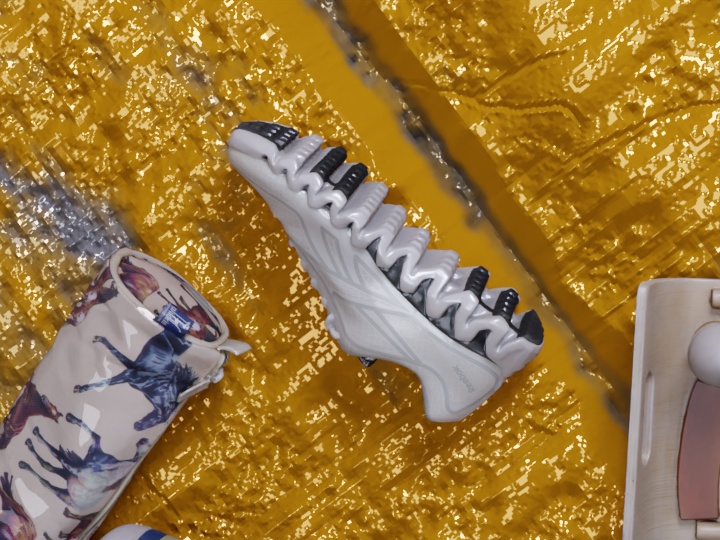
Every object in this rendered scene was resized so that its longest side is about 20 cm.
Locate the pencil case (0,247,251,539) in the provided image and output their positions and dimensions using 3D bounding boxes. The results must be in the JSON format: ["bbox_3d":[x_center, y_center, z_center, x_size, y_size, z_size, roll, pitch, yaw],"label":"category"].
[{"bbox_3d":[-0.149,0.092,1.120,0.089,0.078,0.201,38,101,19],"label":"pencil case"}]

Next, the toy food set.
[{"bbox_3d":[0.237,0.082,1.054,0.198,0.060,0.145,3,97,8],"label":"toy food set"}]

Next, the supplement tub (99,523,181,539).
[{"bbox_3d":[-0.063,0.231,1.085,0.199,0.144,0.145,20,99,7],"label":"supplement tub"}]

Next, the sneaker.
[{"bbox_3d":[0.000,0.000,1.090,0.200,0.075,0.081,41,110,4],"label":"sneaker"}]
